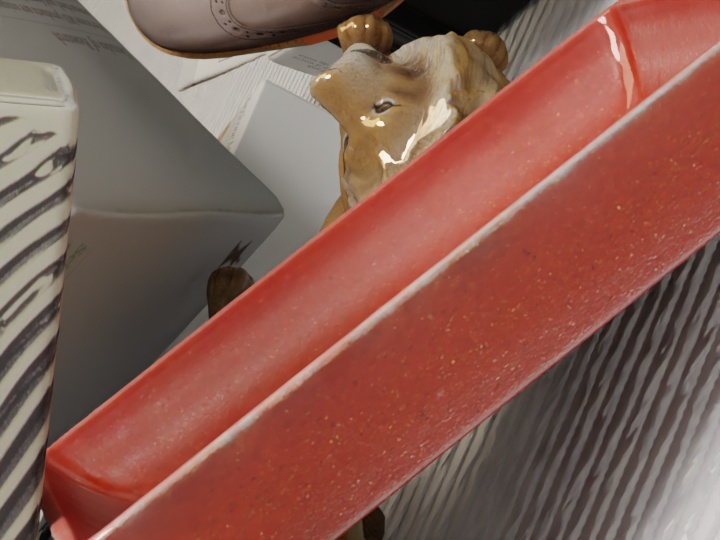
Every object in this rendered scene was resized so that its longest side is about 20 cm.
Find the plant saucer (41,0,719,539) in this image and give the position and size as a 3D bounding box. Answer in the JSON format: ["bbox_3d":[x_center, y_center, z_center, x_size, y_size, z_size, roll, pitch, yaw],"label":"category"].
[{"bbox_3d":[0.016,0.005,0.658,0.200,0.037,0.200,-39,7,-6],"label":"plant saucer"}]

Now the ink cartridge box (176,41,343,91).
[{"bbox_3d":[0.000,-0.171,1.127,0.176,0.045,0.200,-17,58,65],"label":"ink cartridge box"}]

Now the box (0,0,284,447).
[{"bbox_3d":[-0.171,-0.006,0.926,0.199,0.171,0.200,-47,-11,12],"label":"box"}]

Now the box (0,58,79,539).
[{"bbox_3d":[-0.105,0.053,0.634,0.082,0.068,0.200,-124,39,-77],"label":"box"}]

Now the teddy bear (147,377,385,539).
[{"bbox_3d":[-0.048,0.113,0.812,0.145,0.067,0.200,-76,10,-73],"label":"teddy bear"}]

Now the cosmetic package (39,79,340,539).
[{"bbox_3d":[-0.062,0.033,1.051,0.083,0.051,0.200,-42,23,56],"label":"cosmetic package"}]

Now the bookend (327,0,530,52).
[{"bbox_3d":[0.059,-0.187,0.937,0.199,0.092,0.200,-36,29,64],"label":"bookend"}]

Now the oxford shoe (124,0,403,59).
[{"bbox_3d":[0.002,-0.113,0.863,0.200,0.071,0.073,-24,4,27],"label":"oxford shoe"}]

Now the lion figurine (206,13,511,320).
[{"bbox_3d":[0.000,0.000,0.860,0.123,0.072,0.200,-89,14,-50],"label":"lion figurine"}]
